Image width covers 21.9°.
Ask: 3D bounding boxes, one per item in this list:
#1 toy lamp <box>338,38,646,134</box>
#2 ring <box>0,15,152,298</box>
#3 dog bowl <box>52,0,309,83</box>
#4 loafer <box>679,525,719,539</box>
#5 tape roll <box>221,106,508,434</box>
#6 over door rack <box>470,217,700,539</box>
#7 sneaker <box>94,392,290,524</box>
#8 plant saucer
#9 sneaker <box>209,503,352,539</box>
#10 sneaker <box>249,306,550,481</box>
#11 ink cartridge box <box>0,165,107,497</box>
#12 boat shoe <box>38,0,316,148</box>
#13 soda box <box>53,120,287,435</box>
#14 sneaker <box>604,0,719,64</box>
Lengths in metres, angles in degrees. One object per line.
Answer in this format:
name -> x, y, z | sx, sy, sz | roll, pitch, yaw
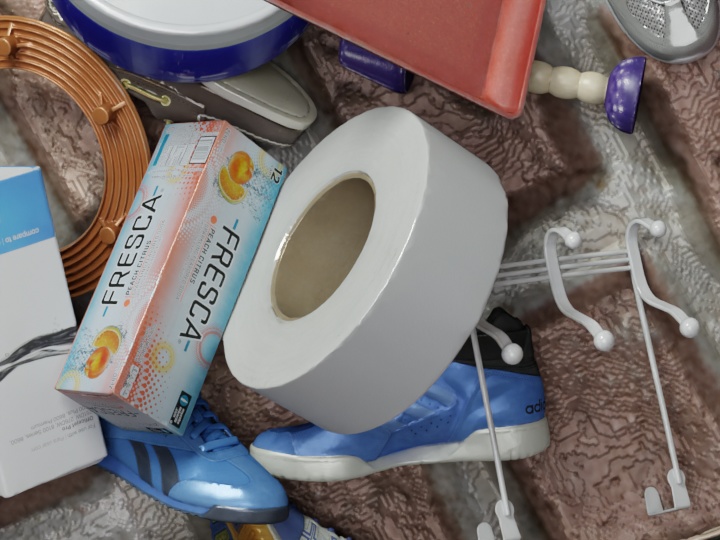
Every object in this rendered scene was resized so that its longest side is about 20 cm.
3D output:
toy lamp -> 0.085, -0.134, 1.223 | 0.199, 0.058, 0.058 | 10, 95, 8
ring -> -0.234, -0.073, 1.268 | 0.200, 0.019, 0.201 | 7, 111, 20
dog bowl -> -0.112, -0.226, 1.203 | 0.199, 0.079, 0.201 | 2, 71, -5
loafer -> 0.223, 0.194, 1.202 | 0.200, 0.072, 0.063 | -24, 132, 4
tape roll -> 0.000, 0.000, 1.172 | 0.071, 0.202, 0.203 | 31, 99, -28
over door rack -> 0.143, 0.072, 1.185 | 0.147, 0.067, 0.201 | -6, 92, -26
sneaker -> -0.122, 0.108, 1.232 | 0.200, 0.066, 0.079 | 22, 100, 38
plant saucer -> 0.029, -0.213, 1.170 | 0.199, 0.037, 0.201 | 23, 65, -22
sneaker -> -0.027, 0.209, 1.261 | 0.088, 0.075, 0.200 | -23, 68, -32
sneaker -> 0.021, 0.075, 1.233 | 0.199, 0.077, 0.112 | -7, 96, 7
ink cartridge box -> -0.255, 0.037, 1.224 | 0.144, 0.084, 0.201 | 4, 110, 51
boat shoe -> -0.126, -0.132, 1.255 | 0.200, 0.072, 0.060 | 27, 117, 1
soda box -> -0.121, 0.003, 1.209 | 0.063, 0.068, 0.200 | 1, 63, 44
sneaker -> 0.175, -0.227, 1.189 | 0.075, 0.082, 0.201 | -20, 89, 10
